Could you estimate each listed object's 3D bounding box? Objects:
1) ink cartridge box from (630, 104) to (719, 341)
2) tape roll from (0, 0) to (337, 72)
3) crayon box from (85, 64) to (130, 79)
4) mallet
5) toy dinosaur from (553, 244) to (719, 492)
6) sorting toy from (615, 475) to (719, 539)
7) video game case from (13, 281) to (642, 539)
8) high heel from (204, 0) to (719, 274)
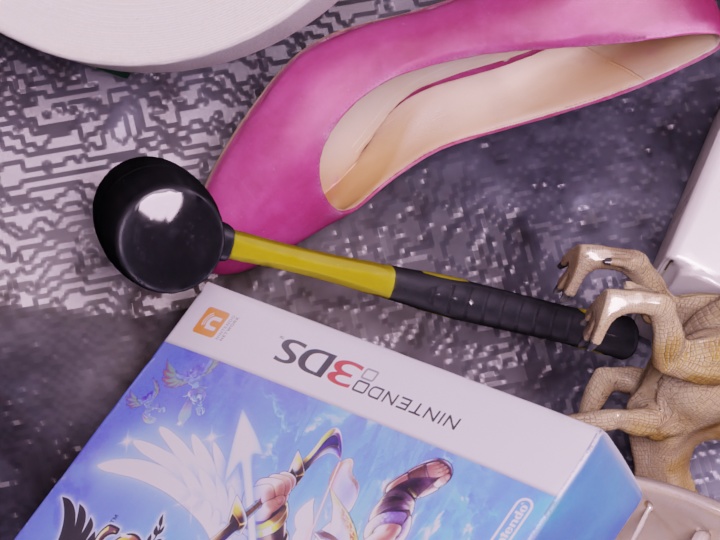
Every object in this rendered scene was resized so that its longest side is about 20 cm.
[{"bbox_3d":[0.204,-0.044,1.104,0.145,0.084,0.200,25,69,2],"label":"ink cartridge box"},{"bbox_3d":[-0.073,-0.168,1.032,0.202,0.037,0.203,0,89,10],"label":"tape roll"},{"bbox_3d":[-0.111,-0.200,1.087,0.172,0.058,0.200,32,94,8],"label":"crayon box"},{"bbox_3d":[0.000,0.000,1.056,0.200,0.066,0.041,13,99,-23],"label":"mallet"},{"bbox_3d":[0.119,0.024,1.026,0.101,0.200,0.058,18,40,-17],"label":"toy dinosaur"},{"bbox_3d":[0.013,0.151,1.008,0.180,0.107,0.200,23,65,18],"label":"sorting toy"},{"bbox_3d":[-0.036,0.113,0.986,0.181,0.045,0.200,19,64,39],"label":"video game case"},{"bbox_3d":[0.033,-0.051,1.066,0.200,0.067,0.096,-40,59,-4],"label":"high heel"}]
